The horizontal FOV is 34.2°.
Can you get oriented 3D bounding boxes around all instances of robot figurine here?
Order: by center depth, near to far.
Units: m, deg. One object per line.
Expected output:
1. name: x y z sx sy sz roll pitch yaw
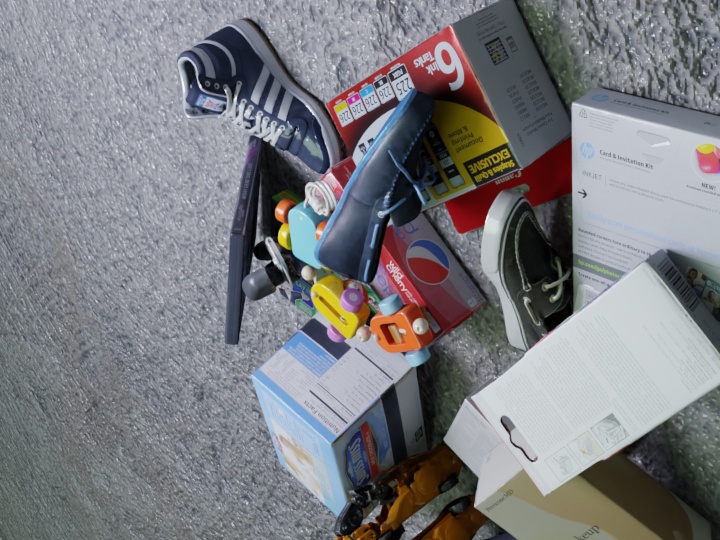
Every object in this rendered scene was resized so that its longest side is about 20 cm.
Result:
1. robot figurine: 0.054 0.277 1.267 0.058 0.199 0.146 -27 93 55

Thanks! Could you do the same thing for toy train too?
1. toy train: 0.000 0.000 1.141 0.150 0.055 0.202 -21 102 54

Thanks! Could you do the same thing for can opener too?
1. can opener: -0.104 -0.004 1.258 0.054 0.066 0.200 61 173 -5

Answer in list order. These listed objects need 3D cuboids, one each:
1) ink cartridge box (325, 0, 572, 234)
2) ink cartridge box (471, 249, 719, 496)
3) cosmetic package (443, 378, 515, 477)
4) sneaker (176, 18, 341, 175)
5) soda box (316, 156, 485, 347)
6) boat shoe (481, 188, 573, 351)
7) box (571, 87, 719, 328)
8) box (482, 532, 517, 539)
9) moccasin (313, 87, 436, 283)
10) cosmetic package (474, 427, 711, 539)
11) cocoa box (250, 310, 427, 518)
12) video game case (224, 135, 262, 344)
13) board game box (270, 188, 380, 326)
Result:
1. ink cartridge box: 0.086 -0.116 1.042 0.199 0.083 0.177 -21 98 55
2. ink cartridge box: 0.196 0.086 0.950 0.200 0.050 0.110 -42 82 32
3. cosmetic package: 0.178 0.211 1.192 0.200 0.050 0.083 46 145 19
4. sneaker: -0.113 -0.167 1.233 0.201 0.108 0.070 52 145 10
5. soda box: 0.036 -0.022 1.184 0.201 0.070 0.063 54 146 7
6. boat shoe: 0.158 0.006 1.035 0.063 0.071 0.201 19 151 32
7. box: 0.243 -0.033 0.943 0.155 0.041 0.203 22 132 40
8. box: 0.179 0.387 1.229 0.201 0.104 0.182 51 160 5
9. moccasin: 0.027 -0.070 1.009 0.068 0.081 0.201 32 136 3
10. cosmetic package: 0.210 0.220 1.054 0.199 0.071 0.105 36 124 -9
11. cocoa box: -0.020 0.163 1.294 0.133 0.131 0.201 36 155 29
12. video game case: -0.129 -0.037 1.297 0.019 0.201 0.145 6 126 -2
13. board game box: -0.027 0.012 1.325 0.199 0.029 0.136 36 138 31
